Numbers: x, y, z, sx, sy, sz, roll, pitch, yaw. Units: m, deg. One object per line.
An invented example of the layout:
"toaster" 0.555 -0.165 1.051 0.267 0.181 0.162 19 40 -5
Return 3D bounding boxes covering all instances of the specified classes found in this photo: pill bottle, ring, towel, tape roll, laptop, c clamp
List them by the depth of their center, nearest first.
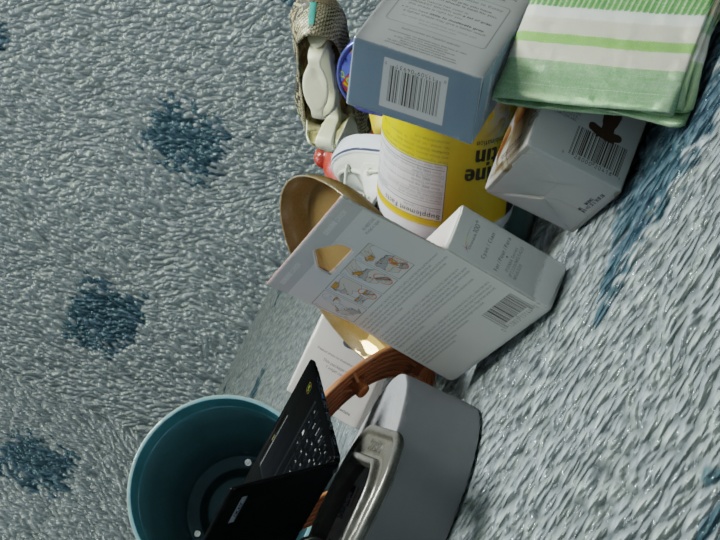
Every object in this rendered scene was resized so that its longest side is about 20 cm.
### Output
"towel" 0.189 -0.195 1.255 0.151 0.023 0.202 11 71 37
"c clamp" -0.017 0.187 1.303 0.200 0.027 0.172 -154 88 -83
"laptop" -0.098 0.178 1.370 0.178 0.102 0.201 -60 24 25
"tape roll" 0.020 0.184 1.419 0.200 0.066 0.202 -90 26 -77
"pill bottle" 0.070 -0.091 1.443 0.112 0.111 0.202 -75 -10 -56
"ring" -0.005 0.145 1.539 0.200 0.019 0.201 -37 -29 -25

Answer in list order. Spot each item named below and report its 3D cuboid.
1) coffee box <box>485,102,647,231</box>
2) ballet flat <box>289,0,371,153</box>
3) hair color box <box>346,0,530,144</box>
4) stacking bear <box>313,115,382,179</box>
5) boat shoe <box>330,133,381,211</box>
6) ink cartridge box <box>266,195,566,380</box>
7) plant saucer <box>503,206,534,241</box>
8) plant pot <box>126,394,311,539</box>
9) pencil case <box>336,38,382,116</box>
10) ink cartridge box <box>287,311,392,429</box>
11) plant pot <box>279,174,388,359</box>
"coffee box" 0.172 -0.145 1.337 0.114 0.079 0.202 132 161 -71
"ballet flat" -0.032 -0.159 1.679 0.201 0.067 0.076 79 -166 -47
"hair color box" 0.073 -0.181 1.338 0.201 0.098 0.061 -57 -19 -46
"stacking bear" 0.050 -0.137 1.793 0.199 0.122 0.114 -32 28 23
"boat shoe" 0.027 -0.064 1.608 0.201 0.074 0.087 10 67 53
"ink cartridge box" 0.038 0.003 1.401 0.045 0.175 0.200 -65 9 -25
"plant saucer" 0.108 -0.011 1.595 0.200 0.027 0.202 -90 26 -73
"plant pot" -0.135 0.249 1.953 0.188 0.198 0.202 78 -145 -75
"pencil case" 0.045 -0.224 1.672 0.201 0.077 0.087 -62 -8 -47
"ink cartridge box" 0.022 0.033 1.753 0.202 0.084 0.145 -64 -7 13
"plant pot" 0.000 0.000 1.603 0.027 0.201 0.200 -33 -8 -24
